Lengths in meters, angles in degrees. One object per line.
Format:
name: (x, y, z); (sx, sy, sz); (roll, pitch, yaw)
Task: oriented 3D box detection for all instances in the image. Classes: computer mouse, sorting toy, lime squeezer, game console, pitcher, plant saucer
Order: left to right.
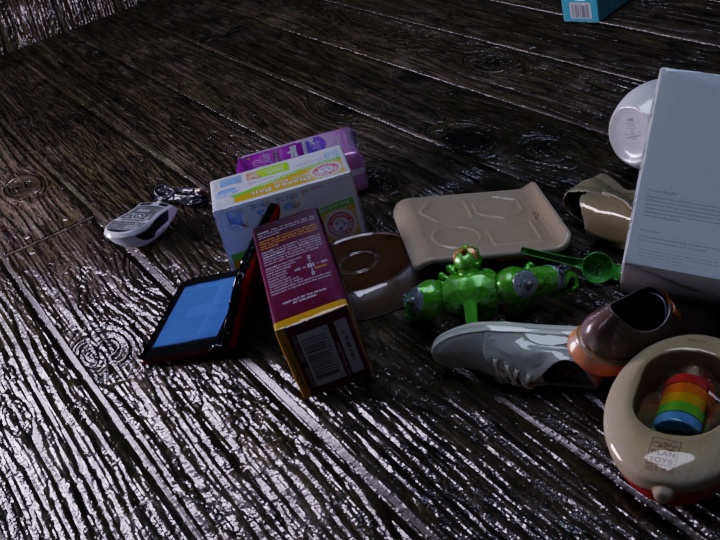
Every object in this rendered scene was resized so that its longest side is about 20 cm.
computer mouse: (-0.323, -0.079, 1.697); (0.109, 0.044, 0.200); (6, 29, 26)
game console: (-0.189, 0.014, 1.390); (0.118, 0.173, 0.200); (15, 32, 0)
plant saucer: (0.000, 0.000, 1.408); (0.199, 0.032, 0.201); (-12, 29, 7)
sorting toy: (0.152, -0.053, 1.407); (0.198, 0.037, 0.185); (-9, 28, -4)
lime squeezer: (0.286, -0.004, 1.242); (0.199, 0.071, 0.038); (15, 76, 34)
pitcher: (0.420, -0.203, 1.500); (0.199, 0.122, 0.171); (-20, 6, -31)

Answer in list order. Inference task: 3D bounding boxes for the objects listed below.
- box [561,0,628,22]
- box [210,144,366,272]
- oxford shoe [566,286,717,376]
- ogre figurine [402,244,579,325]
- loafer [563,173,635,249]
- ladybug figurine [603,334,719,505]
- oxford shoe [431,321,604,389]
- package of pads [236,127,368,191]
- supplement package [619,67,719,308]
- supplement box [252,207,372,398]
box: (0.478, -0.544, 2.132); (0.082, 0.049, 0.200); (13, 39, 41)
box: (-0.101, -0.087, 1.537); (0.198, 0.102, 0.113); (-16, 28, -3)
oxford shoe: (0.294, 0.054, 1.070); (0.199, 0.073, 0.071); (-9, 52, -38)
ogre figurine: (0.135, 0.025, 1.216); (0.198, 0.099, 0.120); (11, 1, 18)
loafer: (0.307, -0.063, 1.332); (0.067, 0.077, 0.200); (-19, 18, -5)
ladybug figurine: (0.287, 0.137, 0.970); (0.135, 0.072, 0.200); (8, 38, 28)
oxford shoe: (0.163, 0.092, 1.129); (0.199, 0.075, 0.058); (0, 59, 27)
package of pads: (-0.091, -0.151, 1.675); (0.198, 0.076, 0.121); (-15, 25, 0)
supplement package: (0.372, -0.071, 1.093); (0.190, 0.202, 0.147); (11, -9, 13)
supplement box: (-0.058, 0.033, 1.256); (0.085, 0.111, 0.201); (-19, 37, 0)
